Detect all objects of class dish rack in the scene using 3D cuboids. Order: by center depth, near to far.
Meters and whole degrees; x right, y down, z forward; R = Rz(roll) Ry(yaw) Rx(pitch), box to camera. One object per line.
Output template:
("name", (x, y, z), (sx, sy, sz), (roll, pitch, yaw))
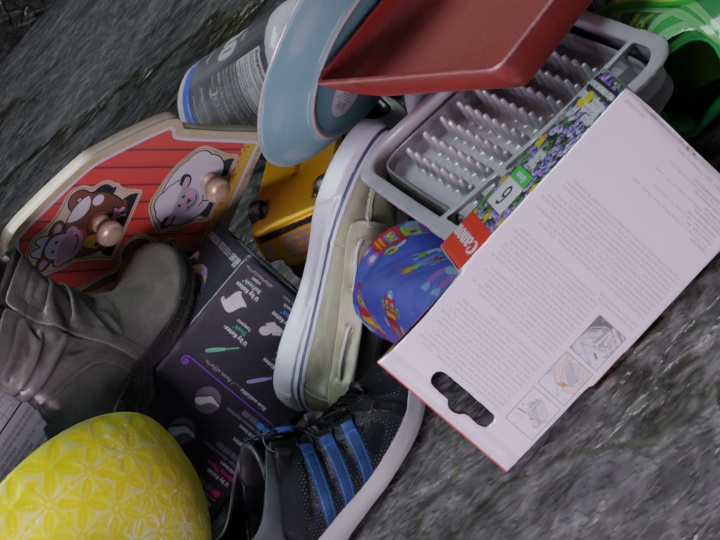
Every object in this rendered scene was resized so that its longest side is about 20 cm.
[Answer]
("dish rack", (0.097, -0.082, 1.357), (0.172, 0.044, 0.200), (-44, 26, -4))

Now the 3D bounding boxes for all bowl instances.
("bowl", (-0.157, 0.200, 1.423), (0.107, 0.200, 0.200), (34, 82, 29))

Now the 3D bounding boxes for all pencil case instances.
("pencil case", (0.059, 0.020, 1.369), (0.086, 0.079, 0.200), (-20, 14, -13))

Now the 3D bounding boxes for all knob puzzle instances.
("knob puzzle", (-0.165, -0.021, 1.600), (0.220, 0.219, 0.030), (-48, 57, 5))

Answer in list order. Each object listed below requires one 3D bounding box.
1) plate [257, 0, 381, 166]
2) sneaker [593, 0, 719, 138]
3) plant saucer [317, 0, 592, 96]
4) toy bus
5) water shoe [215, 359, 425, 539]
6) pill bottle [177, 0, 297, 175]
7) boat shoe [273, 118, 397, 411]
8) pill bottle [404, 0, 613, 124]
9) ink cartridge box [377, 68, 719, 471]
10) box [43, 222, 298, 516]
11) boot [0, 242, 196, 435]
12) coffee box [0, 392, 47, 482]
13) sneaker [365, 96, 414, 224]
("plate", (-0.002, -0.154, 1.538), (0.200, 0.025, 0.201), (-51, -20, -27))
("sneaker", (0.180, -0.123, 1.375), (0.200, 0.074, 0.084), (-17, 33, 57))
("plant saucer", (0.091, -0.180, 1.434), (0.200, 0.037, 0.199), (-53, 27, -21))
("toy bus", (-0.032, -0.059, 1.690), (0.065, 0.079, 0.200), (-21, 25, 15))
("water shoe", (-0.031, 0.119, 1.375), (0.071, 0.079, 0.201), (-14, 39, 59))
("pill bottle", (-0.057, -0.163, 1.913), (0.200, 0.114, 0.114), (-27, 29, 47))
("boat shoe", (0.000, 0.000, 1.499), (0.062, 0.072, 0.201), (12, 83, 23))
("pill bottle", (0.095, -0.137, 1.533), (0.111, 0.111, 0.201), (-28, 28, 46))
("ink cartridge box", (0.108, 0.001, 1.245), (0.200, 0.109, 0.050), (-47, 21, 6))
("box", (-0.117, 0.083, 1.592), (0.200, 0.106, 0.122), (-50, 19, -1))
("boot", (-0.187, 0.023, 1.500), (0.068, 0.131, 0.201), (-33, 28, 35))
("coffee box", (-0.340, 0.157, 1.804), (0.199, 0.198, 0.201), (-15, 39, 59))
("sneaker", (0.012, -0.055, 1.611), (0.074, 0.080, 0.200), (-37, 24, 25))
